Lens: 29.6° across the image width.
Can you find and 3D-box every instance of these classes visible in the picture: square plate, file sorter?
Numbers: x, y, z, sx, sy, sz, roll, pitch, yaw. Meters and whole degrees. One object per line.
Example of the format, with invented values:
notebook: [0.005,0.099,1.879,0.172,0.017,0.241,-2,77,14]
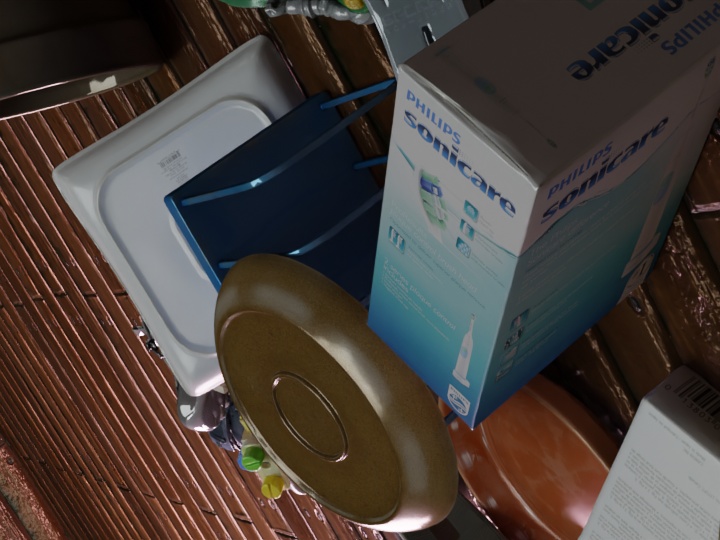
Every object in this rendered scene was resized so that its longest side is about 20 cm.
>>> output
square plate: [-0.098,-0.031,0.970,0.200,0.198,0.028,58,-162,-8]
file sorter: [0.000,0.000,0.864,0.122,0.138,0.202,-5,118,58]

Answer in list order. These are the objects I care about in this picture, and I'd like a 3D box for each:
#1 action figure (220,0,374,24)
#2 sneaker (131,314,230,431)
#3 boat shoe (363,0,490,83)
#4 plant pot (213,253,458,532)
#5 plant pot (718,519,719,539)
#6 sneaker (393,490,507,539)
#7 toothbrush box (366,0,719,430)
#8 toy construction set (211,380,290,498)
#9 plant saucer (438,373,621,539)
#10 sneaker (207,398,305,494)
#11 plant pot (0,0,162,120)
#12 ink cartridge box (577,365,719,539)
action figure: [-0.040,-0.189,0.802,0.199,0.054,0.119,26,141,39]
sneaker: [-0.155,0.061,1.174,0.201,0.081,0.075,-101,5,-49]
boat shoe: [0.028,-0.157,0.698,0.062,0.071,0.203,-58,-46,-70]
plant pot: [-0.025,0.083,0.826,0.199,0.027,0.202,34,145,28]
plant pot: [0.259,0.128,0.532,0.199,0.201,0.142,26,169,46]
sneaker: [0.079,0.221,1.051,0.201,0.074,0.106,57,-179,28]
toothbrush box: [0.086,-0.040,0.644,0.085,0.146,0.201,43,154,21]
toy construction set: [-0.060,0.102,1.102,0.129,0.093,0.201,1,142,14]
plant saucer: [0.132,0.142,0.930,0.200,0.032,0.201,41,153,26]
sneaker: [-0.110,0.108,1.267,0.145,0.077,0.204,31,148,36]
plant pot: [-0.269,-0.214,1.048,0.199,0.198,0.176,-3,103,61]
ink cartridge box: [0.201,0.179,0.777,0.162,0.057,0.202,40,140,27]
